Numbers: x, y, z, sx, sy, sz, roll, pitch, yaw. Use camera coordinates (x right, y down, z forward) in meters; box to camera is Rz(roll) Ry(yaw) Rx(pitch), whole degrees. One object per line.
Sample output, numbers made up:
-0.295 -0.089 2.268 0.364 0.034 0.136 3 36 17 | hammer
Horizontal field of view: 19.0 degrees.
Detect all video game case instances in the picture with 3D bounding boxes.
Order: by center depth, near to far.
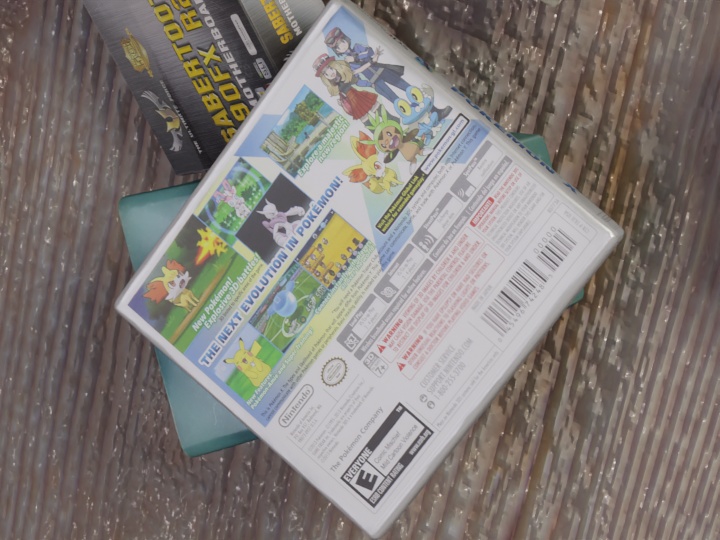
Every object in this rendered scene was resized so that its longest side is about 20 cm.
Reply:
0.000 0.000 1.059 0.182 0.022 0.200 40 108 9 | video game case

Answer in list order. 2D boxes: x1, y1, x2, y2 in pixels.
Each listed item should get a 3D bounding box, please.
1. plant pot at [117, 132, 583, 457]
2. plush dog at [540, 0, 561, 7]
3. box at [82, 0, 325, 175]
0.005 0.000 1.137 0.199 0.141 0.142 -13 93 29 | plant pot
0.083 -0.237 0.976 0.172 0.161 0.200 44 129 -9 | plush dog
-0.093 -0.155 1.163 0.158 0.048 0.201 -5 116 56 | box
